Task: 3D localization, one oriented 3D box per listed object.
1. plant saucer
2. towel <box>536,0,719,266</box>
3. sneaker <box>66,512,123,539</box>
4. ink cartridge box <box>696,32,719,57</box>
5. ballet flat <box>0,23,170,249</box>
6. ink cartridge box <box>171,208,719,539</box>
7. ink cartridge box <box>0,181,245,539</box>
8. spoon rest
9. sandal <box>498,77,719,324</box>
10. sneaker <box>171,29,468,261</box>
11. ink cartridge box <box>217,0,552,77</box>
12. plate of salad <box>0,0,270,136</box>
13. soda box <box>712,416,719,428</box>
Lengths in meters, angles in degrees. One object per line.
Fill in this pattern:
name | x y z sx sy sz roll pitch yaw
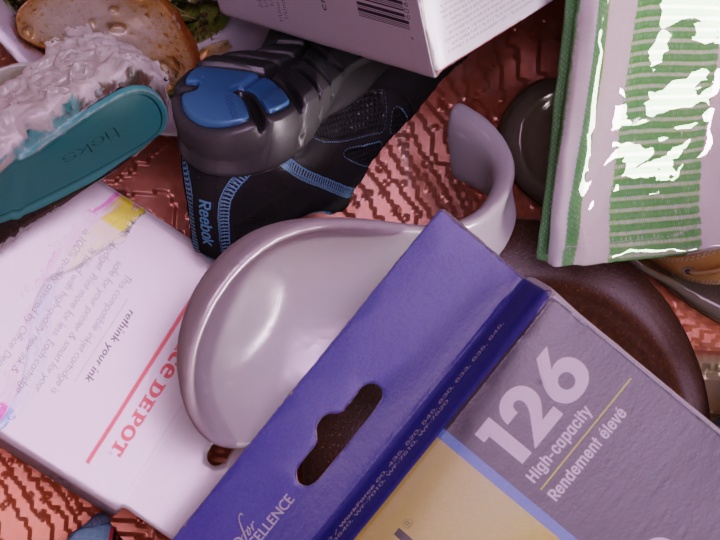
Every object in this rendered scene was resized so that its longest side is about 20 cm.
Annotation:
plant saucer | 0.073 0.077 1.033 0.200 0.037 0.201 0 90 -20
towel | 0.173 -0.077 1.005 0.199 0.023 0.153 -6 114 -22
sneaker | -0.106 0.152 0.991 0.199 0.079 0.096 14 78 -8
ink cartridge box | 0.208 -0.150 1.071 0.200 0.104 0.059 -26 88 -12
ballet flat | -0.169 -0.034 0.953 0.200 0.072 0.072 -33 89 -13
ink cartridge box | 0.048 0.112 0.922 0.200 0.047 0.198 39 90 1
ink cartridge box | -0.124 0.027 1.010 0.200 0.067 0.117 33 78 -3
spoon rest | 0.000 0.000 0.969 0.061 0.100 0.200 25 48 34
sandal | 0.157 -0.029 1.071 0.200 0.054 0.081 27 79 -5
sneaker | -0.015 -0.074 1.025 0.073 0.082 0.200 25 39 29
ink cartridge box | 0.031 -0.178 1.008 0.200 0.175 0.084 -34 128 -33
plate of salad | -0.085 -0.159 1.028 0.199 0.048 0.201 7 75 -27
soda box | 0.156 0.118 1.003 0.200 0.071 0.063 -40 110 -14
